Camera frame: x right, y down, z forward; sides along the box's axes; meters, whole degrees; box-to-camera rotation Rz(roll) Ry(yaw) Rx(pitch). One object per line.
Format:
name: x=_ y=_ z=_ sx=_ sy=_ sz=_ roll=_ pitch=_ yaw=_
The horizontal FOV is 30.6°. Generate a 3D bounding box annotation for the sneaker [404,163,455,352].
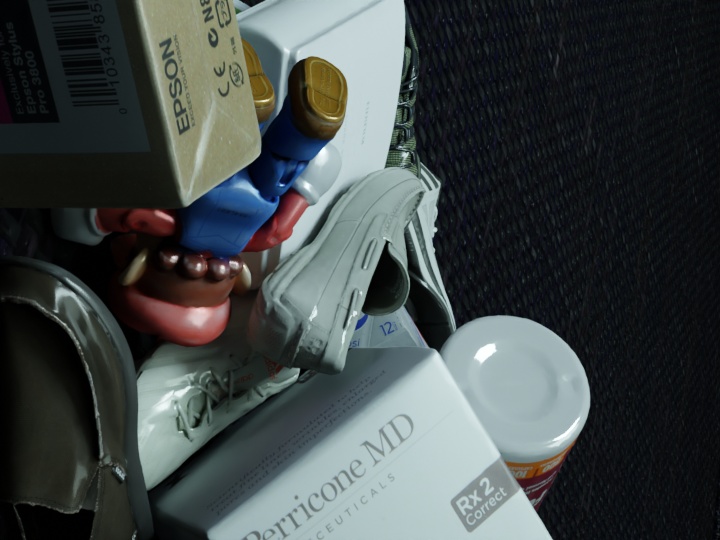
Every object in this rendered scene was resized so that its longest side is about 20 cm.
sneaker: x=0.054 y=-0.009 z=1.119 sx=0.116 sy=0.075 sz=0.203 roll=-56 pitch=137 yaw=-48

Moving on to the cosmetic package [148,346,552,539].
cosmetic package: x=0.003 y=0.172 z=0.764 sx=0.164 sy=0.165 sz=0.202 roll=-36 pitch=101 yaw=-20

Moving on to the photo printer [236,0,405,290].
photo printer: x=-0.031 y=-0.100 z=0.847 sx=0.200 sy=0.068 sz=0.169 roll=-44 pitch=147 yaw=-57

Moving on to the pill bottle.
pill bottle: x=0.091 y=0.135 z=0.980 sx=0.201 sy=0.113 sz=0.115 roll=104 pitch=6 yaw=-52

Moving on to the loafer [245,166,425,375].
loafer: x=0.000 y=0.000 z=0.809 sx=0.200 sy=0.069 sz=0.071 roll=-51 pitch=167 yaw=-49

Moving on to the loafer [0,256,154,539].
loafer: x=-0.152 y=0.090 z=0.662 sx=0.071 sy=0.072 sz=0.203 roll=-53 pitch=137 yaw=-55

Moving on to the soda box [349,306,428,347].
soda box: x=0.019 y=0.071 z=1.002 sx=0.064 sy=0.068 sz=0.200 roll=65 pitch=4 yaw=29

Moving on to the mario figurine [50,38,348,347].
mario figurine: x=-0.088 y=-0.048 z=0.720 sx=0.201 sy=0.123 sz=0.106 roll=-53 pitch=-176 yaw=38

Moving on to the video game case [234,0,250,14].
video game case: x=-0.071 y=-0.081 z=0.906 sx=0.199 sy=0.022 sz=0.186 roll=14 pitch=78 yaw=-64

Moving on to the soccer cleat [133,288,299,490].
soccer cleat: x=-0.082 y=0.061 z=0.793 sx=0.200 sy=0.077 sz=0.070 roll=-51 pitch=145 yaw=-44

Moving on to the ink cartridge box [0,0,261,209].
ink cartridge box: x=-0.143 y=-0.132 z=0.570 sx=0.075 sy=0.162 sz=0.203 roll=-45 pitch=130 yaw=-54

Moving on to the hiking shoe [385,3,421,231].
hiking shoe: x=0.008 y=-0.124 z=0.994 sx=0.101 sy=0.074 sz=0.203 roll=80 pitch=7 yaw=-73
